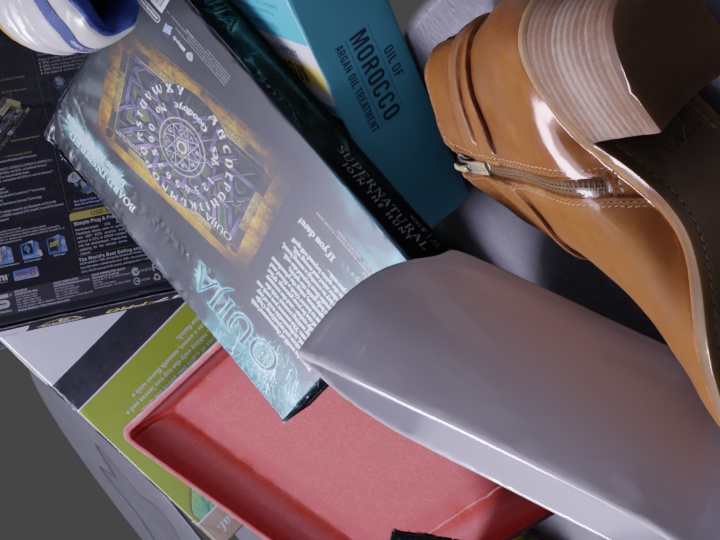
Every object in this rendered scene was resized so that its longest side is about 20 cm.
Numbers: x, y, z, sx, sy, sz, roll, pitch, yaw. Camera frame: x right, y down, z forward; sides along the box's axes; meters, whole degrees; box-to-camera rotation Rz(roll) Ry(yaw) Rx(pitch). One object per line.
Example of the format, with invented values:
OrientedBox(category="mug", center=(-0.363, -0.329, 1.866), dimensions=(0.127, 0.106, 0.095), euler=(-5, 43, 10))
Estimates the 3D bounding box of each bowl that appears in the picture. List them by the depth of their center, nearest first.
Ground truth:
OrientedBox(category="bowl", center=(0.088, 0.064, 0.688), dimensions=(0.198, 0.075, 0.200), euler=(25, 171, 23))

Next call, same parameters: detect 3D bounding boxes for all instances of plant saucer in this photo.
OrientedBox(category="plant saucer", center=(-0.006, 0.096, 0.875), dimensions=(0.199, 0.037, 0.200), euler=(37, 133, -12))

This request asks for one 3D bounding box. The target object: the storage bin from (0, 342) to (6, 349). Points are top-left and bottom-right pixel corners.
OrientedBox(category="storage bin", center=(-0.242, -0.056, 1.199), dimensions=(0.146, 0.200, 0.134), euler=(52, 151, -5))

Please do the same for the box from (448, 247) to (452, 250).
OrientedBox(category="box", center=(0.000, 0.000, 0.920), dimensions=(0.200, 0.048, 0.122), euler=(39, 160, 33))

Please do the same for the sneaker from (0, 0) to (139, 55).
OrientedBox(category="sneaker", center=(-0.121, -0.199, 0.706), dimensions=(0.088, 0.075, 0.202), euler=(16, 109, 49))

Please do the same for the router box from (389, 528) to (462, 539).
OrientedBox(category="router box", center=(0.124, 0.193, 0.814), dimensions=(0.199, 0.052, 0.149), euler=(3, 156, 45))

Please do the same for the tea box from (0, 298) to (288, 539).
OrientedBox(category="tea box", center=(-0.115, 0.041, 1.019), dimensions=(0.197, 0.134, 0.200), euler=(46, -177, -12))

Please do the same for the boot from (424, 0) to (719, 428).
OrientedBox(category="boot", center=(0.099, -0.014, 0.595), dimensions=(0.201, 0.076, 0.155), euler=(57, 160, -13))

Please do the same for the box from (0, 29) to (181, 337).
OrientedBox(category="box", center=(-0.148, -0.057, 0.847), dimensions=(0.049, 0.198, 0.163), euler=(154, 103, -72))

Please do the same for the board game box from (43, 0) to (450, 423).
OrientedBox(category="board game box", center=(-0.062, -0.040, 0.760), dimensions=(0.200, 0.028, 0.135), euler=(50, 132, 8))

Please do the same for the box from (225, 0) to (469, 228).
OrientedBox(category="box", center=(-0.020, -0.109, 0.751), dimensions=(0.082, 0.049, 0.201), euler=(29, 151, 51))

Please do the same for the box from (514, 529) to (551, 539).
OrientedBox(category="box", center=(0.046, 0.292, 1.047), dimensions=(0.122, 0.198, 0.195), euler=(24, 128, 54))
